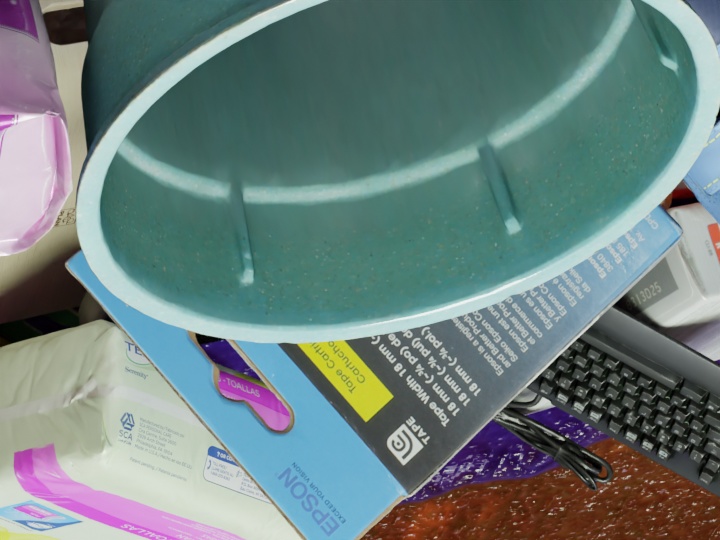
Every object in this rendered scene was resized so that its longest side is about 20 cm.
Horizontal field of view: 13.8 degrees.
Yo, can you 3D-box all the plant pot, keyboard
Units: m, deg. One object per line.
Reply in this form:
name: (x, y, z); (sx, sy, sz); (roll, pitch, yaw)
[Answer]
plant pot: (-0.009, -0.113, 0.935); (0.199, 0.197, 0.200); (-11, 151, -6)
keyboard: (0.081, 0.047, 1.294); (0.200, 0.021, 0.127); (29, 146, 8)

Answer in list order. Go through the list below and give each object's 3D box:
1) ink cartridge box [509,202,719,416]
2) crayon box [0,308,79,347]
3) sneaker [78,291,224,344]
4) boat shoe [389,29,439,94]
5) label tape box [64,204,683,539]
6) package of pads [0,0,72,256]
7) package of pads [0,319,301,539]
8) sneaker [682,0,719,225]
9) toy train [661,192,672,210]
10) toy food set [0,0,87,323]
ink cartridge box: (0.177, 0.000, 1.339); (0.200, 0.050, 0.162); (-17, 169, -34)
crayon box: (-0.196, 0.081, 1.323); (0.200, 0.051, 0.127); (-28, 147, 21)
sneaker: (-0.007, 0.010, 1.179); (0.199, 0.114, 0.076); (-21, 159, -20)
boat shoe: (0.027, -0.071, 1.046); (0.201, 0.070, 0.071); (-39, -178, -25)
label tape box: (0.000, 0.000, 1.090); (0.200, 0.144, 0.063); (-41, 179, -27)
package of pads: (-0.162, -0.094, 0.901); (0.120, 0.200, 0.076); (-2, 140, -19)
package of pads: (-0.115, 0.085, 1.205); (0.200, 0.068, 0.154); (-14, 153, 38)
sneaker: (0.148, -0.036, 1.005); (0.074, 0.082, 0.200); (-41, 115, 20)
toy train: (0.130, -0.082, 1.186); (0.150, 0.056, 0.200); (-19, 150, 8)
toy food set: (-0.125, -0.045, 1.152); (0.143, 0.061, 0.200); (-12, 153, -27)
